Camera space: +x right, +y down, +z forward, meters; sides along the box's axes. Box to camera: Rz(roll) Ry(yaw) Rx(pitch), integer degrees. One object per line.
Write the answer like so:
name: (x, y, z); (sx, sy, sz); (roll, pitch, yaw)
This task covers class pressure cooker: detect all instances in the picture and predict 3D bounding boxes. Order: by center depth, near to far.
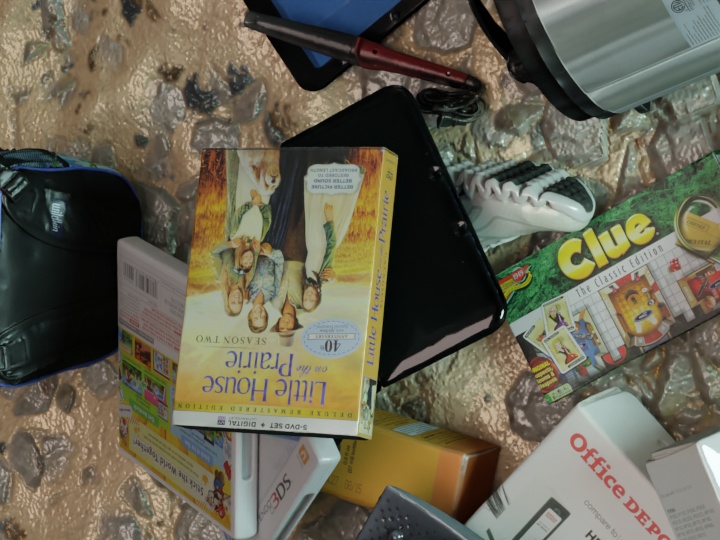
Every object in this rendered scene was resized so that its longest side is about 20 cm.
pressure cooker: (0.171, -0.198, 1.283); (0.199, 0.178, 0.177); (-23, 86, 27)

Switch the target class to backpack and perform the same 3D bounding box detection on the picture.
backpack: (-0.272, -0.010, 1.525); (0.146, 0.200, 0.184); (10, 99, 30)

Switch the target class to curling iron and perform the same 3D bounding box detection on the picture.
curling iron: (0.003, -0.158, 1.436); (0.199, 0.050, 0.026); (25, 137, 12)

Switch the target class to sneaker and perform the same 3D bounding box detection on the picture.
sneaker: (0.084, -0.041, 1.408); (0.199, 0.075, 0.081); (7, 105, 36)

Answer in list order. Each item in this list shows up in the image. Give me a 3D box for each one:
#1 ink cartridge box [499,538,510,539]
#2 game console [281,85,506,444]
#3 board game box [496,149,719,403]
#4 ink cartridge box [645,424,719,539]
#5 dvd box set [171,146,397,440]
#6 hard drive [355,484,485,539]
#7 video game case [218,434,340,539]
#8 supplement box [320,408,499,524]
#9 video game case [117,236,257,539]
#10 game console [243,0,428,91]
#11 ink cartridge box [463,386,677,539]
ink cartridge box: (0.022, 0.276, 1.312); (0.199, 0.084, 0.147); (-15, 88, 32)
game console: (0.000, 0.000, 1.396); (0.176, 0.116, 0.201); (115, 136, -61)
board game box: (0.195, 0.007, 1.374); (0.200, 0.023, 0.105); (-32, 77, 27)
ink cartridge box: (0.298, 0.185, 1.255); (0.201, 0.147, 0.086); (67, 160, 6)
dvd box set: (-0.053, 0.014, 1.326); (0.146, 0.029, 0.201); (2, 80, 24)
hard drive: (0.073, 0.256, 1.354); (0.200, 0.042, 0.135); (37, 113, 22)
video game case: (-0.091, 0.105, 1.438); (0.201, 0.022, 0.183); (64, 145, 27)
supplement box: (0.002, 0.140, 1.465); (0.199, 0.069, 0.067); (16, 100, 25)
video game case: (-0.134, 0.086, 1.464); (0.200, 0.023, 0.183); (25, 119, 53)
game console: (-0.037, -0.261, 1.430); (0.200, 0.176, 0.117); (-38, 48, 25)
ink cartridge box: (0.157, 0.205, 1.374); (0.146, 0.084, 0.200); (47, 115, 18)
